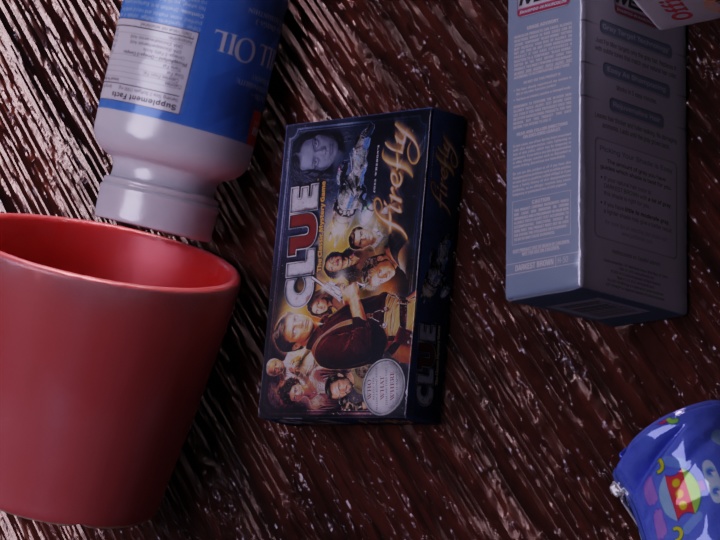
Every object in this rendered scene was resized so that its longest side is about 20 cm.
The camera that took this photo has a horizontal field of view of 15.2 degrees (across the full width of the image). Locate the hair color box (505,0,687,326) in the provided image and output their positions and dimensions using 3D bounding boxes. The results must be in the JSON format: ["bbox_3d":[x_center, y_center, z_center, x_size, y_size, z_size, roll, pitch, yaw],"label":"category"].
[{"bbox_3d":[0.139,-0.075,1.585,0.061,0.099,0.200,-10,73,43],"label":"hair color box"}]

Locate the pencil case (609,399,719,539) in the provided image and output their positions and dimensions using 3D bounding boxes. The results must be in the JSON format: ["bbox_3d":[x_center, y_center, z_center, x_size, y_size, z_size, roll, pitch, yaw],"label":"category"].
[{"bbox_3d":[0.199,0.170,1.479,0.087,0.078,0.200,-20,62,8],"label":"pencil case"}]

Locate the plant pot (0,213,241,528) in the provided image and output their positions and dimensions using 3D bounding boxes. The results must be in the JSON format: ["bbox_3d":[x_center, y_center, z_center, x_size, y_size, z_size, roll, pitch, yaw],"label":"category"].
[{"bbox_3d":[-0.191,0.069,1.827,0.200,0.200,0.177,22,106,45],"label":"plant pot"}]

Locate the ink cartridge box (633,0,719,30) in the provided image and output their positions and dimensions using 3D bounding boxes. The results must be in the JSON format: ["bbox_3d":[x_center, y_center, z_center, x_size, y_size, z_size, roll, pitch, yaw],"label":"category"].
[{"bbox_3d":[0.228,-0.236,1.461,0.200,0.147,0.145,-11,72,19],"label":"ink cartridge box"}]

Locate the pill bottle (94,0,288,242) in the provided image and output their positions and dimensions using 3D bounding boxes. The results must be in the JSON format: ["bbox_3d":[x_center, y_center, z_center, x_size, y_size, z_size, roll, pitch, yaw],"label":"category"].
[{"bbox_3d":[-0.119,-0.125,1.845,0.112,0.112,0.200,13,90,45],"label":"pill bottle"}]

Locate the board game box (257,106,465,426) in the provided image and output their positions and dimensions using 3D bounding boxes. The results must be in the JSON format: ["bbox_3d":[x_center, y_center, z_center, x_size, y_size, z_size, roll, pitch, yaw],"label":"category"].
[{"bbox_3d":[0.000,0.000,1.750,0.135,0.035,0.200,-4,77,44],"label":"board game box"}]
